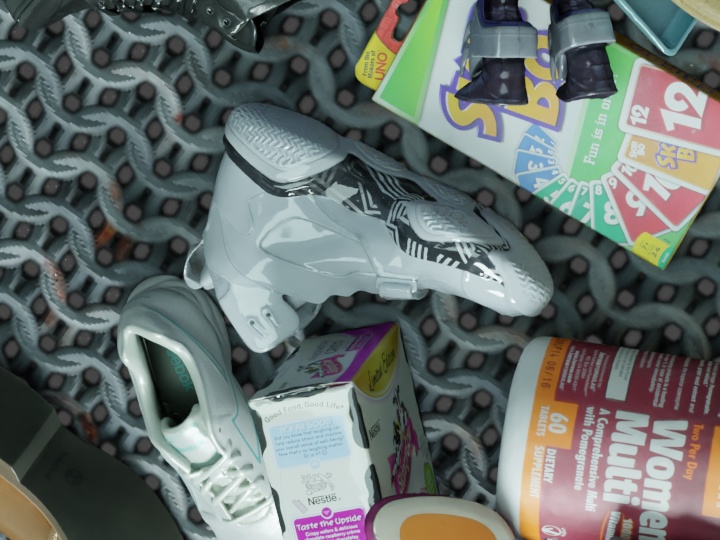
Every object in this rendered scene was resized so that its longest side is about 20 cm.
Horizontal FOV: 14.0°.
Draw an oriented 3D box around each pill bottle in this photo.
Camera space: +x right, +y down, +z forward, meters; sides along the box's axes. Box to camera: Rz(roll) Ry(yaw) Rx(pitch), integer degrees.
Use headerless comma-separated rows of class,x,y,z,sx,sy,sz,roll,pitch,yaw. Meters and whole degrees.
pill bottle,0.178,0.101,1.538,0.200,0.110,0.110,8,104,11

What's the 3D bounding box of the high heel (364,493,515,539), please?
high heel,0.057,0.162,1.545,0.096,0.200,0.067,6,75,52

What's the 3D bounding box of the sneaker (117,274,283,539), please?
sneaker,-0.080,0.101,1.611,0.070,0.080,0.200,-30,96,15

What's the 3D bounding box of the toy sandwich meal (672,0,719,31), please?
toy sandwich meal,0.218,-0.207,1.416,0.205,0.070,0.206,6,112,14

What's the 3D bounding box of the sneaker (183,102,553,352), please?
sneaker,0.000,0.000,1.574,0.200,0.075,0.115,28,108,10

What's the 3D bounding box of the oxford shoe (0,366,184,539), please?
oxford shoe,-0.169,0.139,1.656,0.200,0.071,0.071,46,135,-1

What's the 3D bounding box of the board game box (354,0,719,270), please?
board game box,0.100,-0.092,1.555,0.200,0.030,0.096,31,107,6

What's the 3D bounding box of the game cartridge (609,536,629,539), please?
game cartridge,0.208,0.219,1.491,0.200,0.038,0.130,14,99,3

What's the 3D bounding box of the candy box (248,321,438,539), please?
candy box,0.005,0.141,1.571,0.061,0.136,0.200,-12,100,14

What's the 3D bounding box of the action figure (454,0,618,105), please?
action figure,0.086,-0.185,1.492,0.130,0.069,0.200,-3,98,-12

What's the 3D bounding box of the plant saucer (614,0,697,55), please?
plant saucer,0.108,-0.197,1.452,0.200,0.019,0.070,45,70,-27

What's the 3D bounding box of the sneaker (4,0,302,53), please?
sneaker,-0.086,-0.154,1.563,0.200,0.060,0.104,-31,90,14
